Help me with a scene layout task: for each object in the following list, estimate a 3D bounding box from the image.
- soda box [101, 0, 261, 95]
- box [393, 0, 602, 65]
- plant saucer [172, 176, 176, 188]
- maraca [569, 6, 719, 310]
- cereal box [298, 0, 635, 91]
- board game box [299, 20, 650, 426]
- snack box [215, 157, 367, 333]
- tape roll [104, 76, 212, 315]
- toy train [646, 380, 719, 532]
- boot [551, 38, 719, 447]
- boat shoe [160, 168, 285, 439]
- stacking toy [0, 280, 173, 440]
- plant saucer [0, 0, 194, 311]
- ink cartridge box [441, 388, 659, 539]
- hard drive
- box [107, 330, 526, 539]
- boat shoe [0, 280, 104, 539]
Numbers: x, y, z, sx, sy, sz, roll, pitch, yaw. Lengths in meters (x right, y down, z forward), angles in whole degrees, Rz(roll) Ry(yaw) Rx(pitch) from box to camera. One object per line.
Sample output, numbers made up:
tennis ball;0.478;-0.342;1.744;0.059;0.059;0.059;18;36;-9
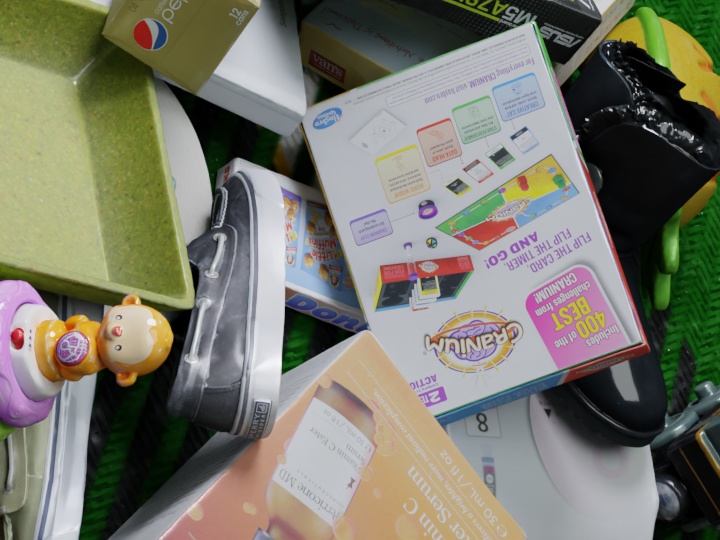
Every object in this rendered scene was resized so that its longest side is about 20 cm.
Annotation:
soda box;-0.089;-0.183;1.398;0.064;0.068;0.200;31;29;-15
box;0.035;-0.227;1.502;0.192;0.048;0.201;13;40;-39
plant saucer;-0.191;-0.055;1.327;0.199;0.019;0.070;25;57;-27
maraca;0.186;-0.074;1.596;0.106;0.137;0.201;-2;60;1
cereal box;0.070;-0.161;1.564;0.143;0.040;0.200;31;50;16
board game box;0.064;-0.023;1.442;0.040;0.152;0.201;35;37;-76
snack box;0.000;0.000;1.491;0.199;0.024;0.072;22;59;-29
tape roll;-0.174;-0.047;1.372;0.202;0.037;0.204;16;62;-32
toy train;0.261;0.097;1.586;0.200;0.114;0.086;-31;91;-42
boot;0.159;-0.017;1.487;0.076;0.168;0.201;-10;62;-48
boat shoe;-0.079;0.011;1.336;0.067;0.072;0.201;9;41;-10
stacking toy;-0.181;0.045;1.183;0.110;0.199;0.117;46;41;-57
plant saucer;-0.192;-0.068;1.269;0.199;0.048;0.201;16;46;-35
ink cartridge box;0.111;0.165;1.490;0.162;0.057;0.201;6;63;-36
hard drive;-0.124;-0.164;1.441;0.199;0.027;0.132;24;36;-27
box;-0.034;0.158;1.344;0.153;0.106;0.200;52;49;-7
boat shoe;-0.174;0.101;1.284;0.062;0.072;0.202;8;76;-11
